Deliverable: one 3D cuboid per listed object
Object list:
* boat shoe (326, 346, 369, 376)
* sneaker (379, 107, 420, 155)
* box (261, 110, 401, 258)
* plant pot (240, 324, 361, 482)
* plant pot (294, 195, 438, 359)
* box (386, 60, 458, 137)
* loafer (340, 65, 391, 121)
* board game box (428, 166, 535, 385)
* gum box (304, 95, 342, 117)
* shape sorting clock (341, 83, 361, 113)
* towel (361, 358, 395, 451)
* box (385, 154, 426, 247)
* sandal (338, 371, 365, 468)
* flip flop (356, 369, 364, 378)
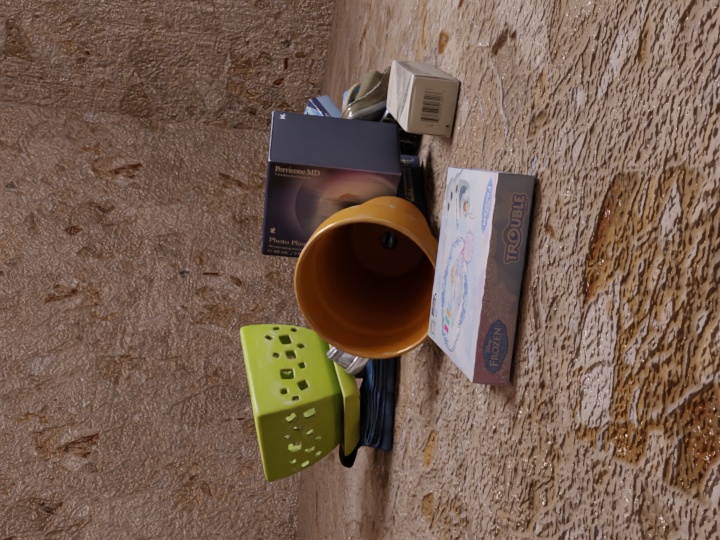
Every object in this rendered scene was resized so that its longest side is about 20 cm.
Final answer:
[{"bbox_3d":[0.010,0.078,1.354,0.074,0.064,0.204,-33,25,59],"label":"boat shoe"},{"bbox_3d":[0.055,-0.231,1.364,0.201,0.077,0.090,106,164,-56],"label":"sneaker"},{"bbox_3d":[-0.050,-0.123,1.245,0.200,0.196,0.125,101,170,-46],"label":"box"},{"bbox_3d":[-0.100,0.216,1.392,0.202,0.178,0.201,-109,14,-44],"label":"plant pot"},{"bbox_3d":[0.026,-0.013,1.107,0.184,0.197,0.203,-67,-13,-62],"label":"plant pot"},{"bbox_3d":[0.087,-0.255,1.173,0.200,0.067,0.084,-109,25,-70],"label":"box"},{"bbox_3d":[0.019,-0.289,1.348,0.075,0.070,0.200,-46,-2,41],"label":"loafer"},{"bbox_3d":[0.122,-0.005,0.851,0.199,0.043,0.204,-126,42,-79],"label":"board game box"},{"bbox_3d":[-0.057,-0.170,1.404,0.171,0.044,0.201,53,141,22],"label":"gum box"},{"bbox_3d":[0.003,-0.241,1.483,0.200,0.039,0.204,-1,-90,-72],"label":"shape sorting clock"},{"bbox_3d":[0.029,0.208,1.397,0.112,0.048,0.204,128,146,-77],"label":"towel"},{"bbox_3d":[0.062,-0.060,1.302,0.159,0.050,0.202,-93,10,-45],"label":"box"},{"bbox_3d":[0.008,0.272,1.479,0.075,0.045,0.203,7,-78,-67],"label":"sandal"},{"bbox_3d":[0.014,0.103,1.508,0.057,0.081,0.203,-20,49,42],"label":"flip flop"}]
